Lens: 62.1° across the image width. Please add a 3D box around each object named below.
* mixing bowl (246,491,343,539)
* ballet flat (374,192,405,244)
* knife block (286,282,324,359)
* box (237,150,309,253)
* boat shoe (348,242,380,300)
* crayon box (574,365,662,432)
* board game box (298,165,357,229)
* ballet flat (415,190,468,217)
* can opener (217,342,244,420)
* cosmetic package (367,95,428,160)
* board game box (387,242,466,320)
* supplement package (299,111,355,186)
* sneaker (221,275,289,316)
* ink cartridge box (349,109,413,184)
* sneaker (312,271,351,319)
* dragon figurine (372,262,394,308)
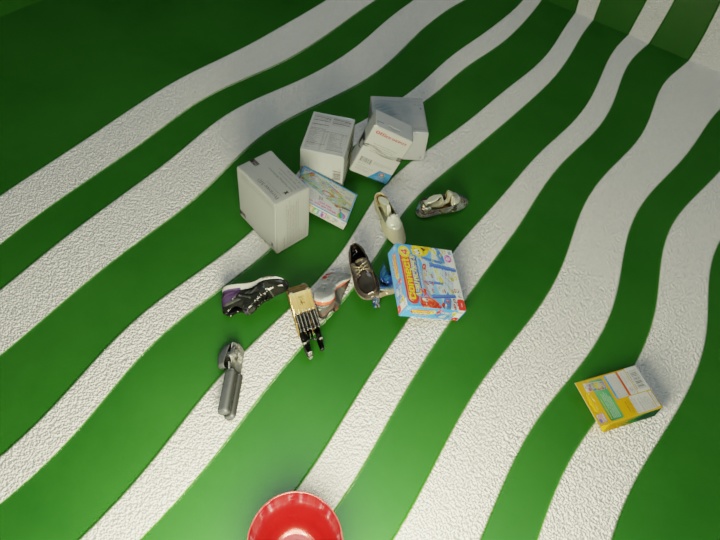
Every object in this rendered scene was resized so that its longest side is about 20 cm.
[{"bbox_3d":[-0.133,0.574,1.223,0.192,0.110,0.205,3,51,-3],"label":"mixing bowl"},{"bbox_3d":[0.090,-0.168,1.880,0.067,0.071,0.203,-14,54,-17],"label":"ballet flat"},{"bbox_3d":[-0.148,0.136,1.615,0.062,0.200,0.182,-14,97,-10],"label":"knife block"},{"bbox_3d":[-0.259,-0.203,1.780,0.129,0.203,0.199,-31,60,-29],"label":"box"},{"bbox_3d":[0.000,0.000,1.681,0.073,0.074,0.202,-26,43,0],"label":"boat shoe"},{"bbox_3d":[0.657,0.334,1.547,0.193,0.052,0.128,-11,53,-16],"label":"crayon box"},{"bbox_3d":[-0.117,-0.231,1.890,0.196,0.034,0.137,28,50,-8],"label":"board game box"},{"bbox_3d":[0.272,-0.222,1.944,0.194,0.073,0.073,-16,53,-19],"label":"ballet flat"},{"bbox_3d":[-0.331,0.274,1.494,0.065,0.054,0.205,-17,47,22],"label":"can opener"},{"bbox_3d":[0.129,-0.507,2.124,0.192,0.125,0.205,1,52,-6],"label":"cosmetic package"},{"bbox_3d":[0.186,0.032,1.684,0.190,0.056,0.206,6,57,-25],"label":"board game box"},{"bbox_3d":[-0.109,-0.392,1.982,0.145,0.154,0.204,11,50,2],"label":"supplement package"},{"bbox_3d":[-0.284,0.080,1.622,0.193,0.076,0.090,-13,56,12],"label":"sneaker"},{"bbox_3d":[0.067,-0.401,1.954,0.141,0.201,0.086,18,48,-17],"label":"ink cartridge box"},{"bbox_3d":[-0.082,0.069,1.673,0.075,0.085,0.200,8,26,20],"label":"sneaker"},{"bbox_3d":[0.081,0.020,1.730,0.096,0.060,0.204,11,52,2],"label":"dragon figurine"}]
